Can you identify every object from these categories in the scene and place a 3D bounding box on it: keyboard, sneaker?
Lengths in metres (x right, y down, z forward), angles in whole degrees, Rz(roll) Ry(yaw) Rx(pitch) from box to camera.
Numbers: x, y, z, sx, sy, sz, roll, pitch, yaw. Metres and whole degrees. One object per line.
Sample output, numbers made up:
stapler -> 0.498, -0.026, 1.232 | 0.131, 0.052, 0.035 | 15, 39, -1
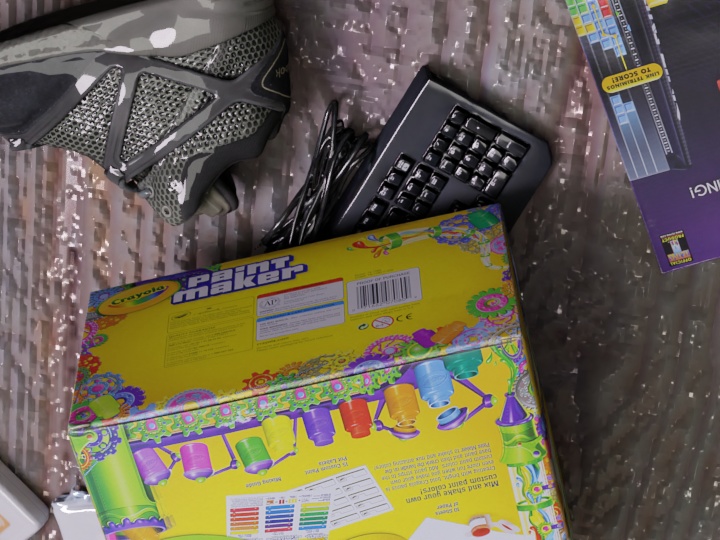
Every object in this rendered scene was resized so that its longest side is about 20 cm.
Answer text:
keyboard -> 0.000, 0.000, 1.044 | 0.104, 0.040, 0.200 | 30, 115, -3
sneaker -> -0.124, -0.066, 1.019 | 0.199, 0.076, 0.115 | -12, 105, 10

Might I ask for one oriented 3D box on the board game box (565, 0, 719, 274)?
board game box -> 0.199, -0.105, 0.947 | 0.199, 0.057, 0.166 | -17, 108, 18

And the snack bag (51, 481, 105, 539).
snack bag -> -0.054, 0.198, 1.154 | 0.188, 0.021, 0.201 | -5, 113, 14

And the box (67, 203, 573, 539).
box -> -0.009, 0.098, 1.013 | 0.199, 0.122, 0.193 | -12, 119, 5

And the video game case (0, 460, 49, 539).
video game case -> -0.294, 0.112, 1.163 | 0.182, 0.022, 0.200 | -39, 101, 24
